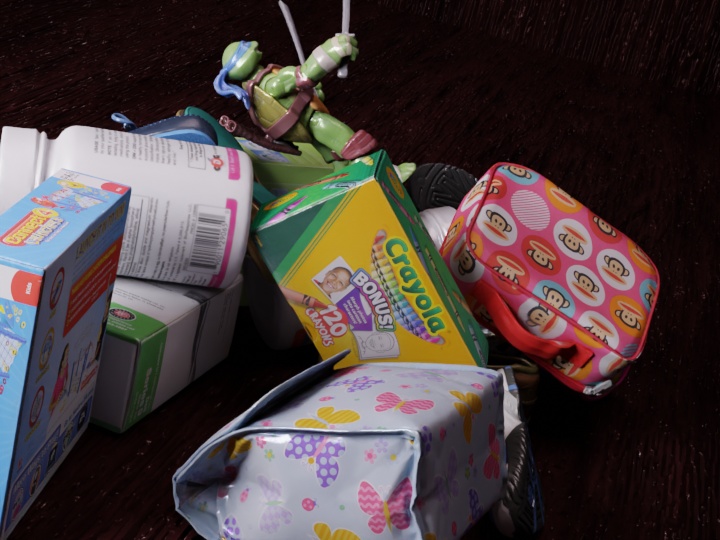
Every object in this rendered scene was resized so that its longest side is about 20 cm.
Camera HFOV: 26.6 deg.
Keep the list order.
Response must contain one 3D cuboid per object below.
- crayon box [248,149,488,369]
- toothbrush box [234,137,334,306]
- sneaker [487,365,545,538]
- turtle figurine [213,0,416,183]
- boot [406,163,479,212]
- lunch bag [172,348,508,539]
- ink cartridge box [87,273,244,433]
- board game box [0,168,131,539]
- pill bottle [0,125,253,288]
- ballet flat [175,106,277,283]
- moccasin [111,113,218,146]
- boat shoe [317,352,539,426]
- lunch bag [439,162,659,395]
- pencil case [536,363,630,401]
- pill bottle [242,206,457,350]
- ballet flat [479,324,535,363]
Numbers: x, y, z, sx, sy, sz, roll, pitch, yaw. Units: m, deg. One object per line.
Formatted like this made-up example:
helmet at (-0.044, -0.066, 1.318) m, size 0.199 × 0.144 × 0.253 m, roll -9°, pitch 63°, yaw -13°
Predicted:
crayon box at (0.010, 0.017, 1.246) m, size 0.118 × 0.201 × 0.058 m, roll -22°, pitch 22°, yaw 19°
toothbrush box at (-0.098, -0.047, 1.483) m, size 0.198 × 0.147 × 0.086 m, roll 1°, pitch 22°, yaw -32°
sneaker at (0.100, 0.151, 1.211) m, size 0.076 × 0.077 × 0.200 m, roll -14°, pitch 22°, yaw 5°
turtle figurine at (-0.020, -0.166, 1.399) m, size 0.194 × 0.143 × 0.200 m, roll 48°, pitch 44°, yaw -12°
boot at (0.085, -0.056, 1.635) m, size 0.164 × 0.066 × 0.200 m, roll 27°, pitch -10°, yaw -20°
lunch bag at (-0.015, 0.129, 1.073) m, size 0.198 × 0.129 × 0.169 m, roll 0°, pitch 11°, yaw 26°
ink cartridge box at (-0.202, 0.043, 1.249) m, size 0.144 × 0.085 × 0.200 m, roll 18°, pitch 19°, yaw 16°
board game box at (-0.223, 0.052, 1.036) m, size 0.055 × 0.198 × 0.200 m, roll 14°, pitch 18°, yaw 3°
pill bottle at (-0.192, -0.054, 1.222) m, size 0.197 × 0.115 × 0.114 m, roll 8°, pitch 19°, yaw -14°
ballet flat at (-0.116, -0.065, 1.334) m, size 0.068 × 0.063 × 0.200 m, roll 8°, pitch 33°, yaw -49°
moccasin at (-0.212, -0.094, 1.313) m, size 0.198 × 0.081 × 0.069 m, roll -20°, pitch 43°, yaw 20°
boat shoe at (0.062, 0.083, 1.349) m, size 0.198 × 0.069 × 0.072 m, roll 16°, pitch 19°, yaw 6°
lunch bag at (0.165, 0.013, 1.351) m, size 0.199 × 0.082 × 0.177 m, roll 35°, pitch 41°, yaw -7°
pencil case at (0.172, 0.052, 1.495) m, size 0.088 × 0.089 × 0.199 m, roll -6°, pitch 28°, yaw -44°
pill bottle at (0.000, 0.000, 1.404) m, size 0.198 × 0.114 × 0.112 m, roll -11°, pitch 27°, yaw -21°
ballet flat at (0.084, 0.059, 1.462) m, size 0.071 × 0.073 × 0.200 m, roll -1°, pitch 24°, yaw -37°
